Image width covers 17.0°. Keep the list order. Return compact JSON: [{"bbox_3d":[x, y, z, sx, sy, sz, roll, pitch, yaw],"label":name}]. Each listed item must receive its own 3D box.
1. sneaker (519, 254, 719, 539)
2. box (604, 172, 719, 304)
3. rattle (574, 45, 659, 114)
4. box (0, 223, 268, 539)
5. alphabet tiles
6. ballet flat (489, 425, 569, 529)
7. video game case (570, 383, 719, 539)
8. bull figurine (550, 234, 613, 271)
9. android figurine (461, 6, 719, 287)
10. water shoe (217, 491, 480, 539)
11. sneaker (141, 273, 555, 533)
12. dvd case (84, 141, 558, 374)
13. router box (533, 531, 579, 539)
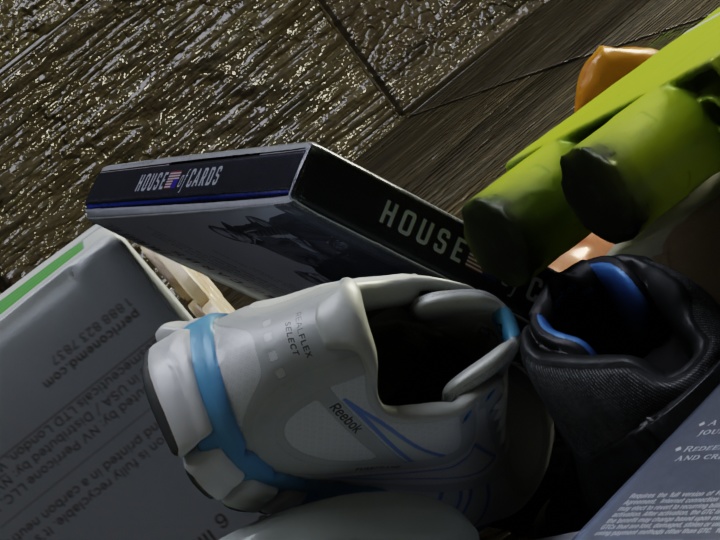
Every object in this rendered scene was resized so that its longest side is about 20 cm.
[{"bbox_3d":[0.085,0.047,0.750,0.073,0.112,0.200,-39,7,-17],"label":"sneaker"},{"bbox_3d":[0.181,-0.019,0.768,0.078,0.095,0.200,-43,7,-40],"label":"box"},{"bbox_3d":[0.114,-0.025,0.988,0.131,0.142,0.200,-55,10,13],"label":"rattle"},{"bbox_3d":[-0.120,0.114,1.000,0.199,0.200,0.171,-38,5,-4],"label":"box"},{"bbox_3d":[-0.046,0.041,1.062,0.015,0.200,0.196,-41,-32,-1],"label":"alphabet tiles"},{"bbox_3d":[0.061,0.064,0.942,0.199,0.066,0.057,-13,44,56],"label":"ballet flat"},{"bbox_3d":[0.146,0.026,0.595,0.200,0.019,0.142,-40,18,-34],"label":"video game case"},{"bbox_3d":[0.057,0.027,1.057,0.121,0.066,0.200,-14,5,28],"label":"bull figurine"},{"bbox_3d":[0.124,-0.063,0.741,0.199,0.041,0.182,-34,4,-30],"label":"android figurine"},{"bbox_3d":[-0.048,0.132,0.701,0.199,0.079,0.072,-20,-35,-12],"label":"water shoe"},{"bbox_3d":[0.024,0.040,0.758,0.086,0.075,0.200,-28,-19,26],"label":"sneaker"},{"bbox_3d":[0.000,0.000,0.852,0.200,0.150,0.025,2,68,65],"label":"dvd case"},{"bbox_3d":[-0.006,0.161,0.739,0.179,0.049,0.200,-42,8,-26],"label":"router box"}]
